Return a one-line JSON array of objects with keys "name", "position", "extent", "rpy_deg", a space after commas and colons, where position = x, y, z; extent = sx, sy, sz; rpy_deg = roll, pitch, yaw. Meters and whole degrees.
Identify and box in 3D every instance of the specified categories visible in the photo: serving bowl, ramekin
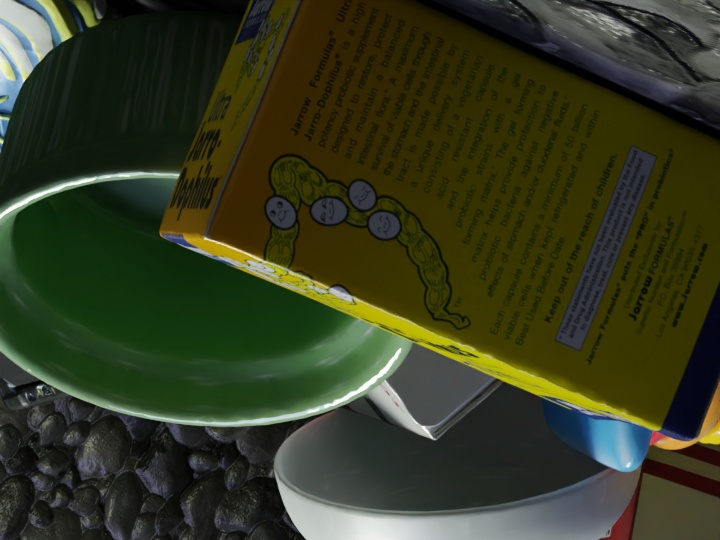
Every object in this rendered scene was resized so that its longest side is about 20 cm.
[{"name": "serving bowl", "position": [0.055, 0.122, 1.341], "extent": [0.199, 0.066, 0.200], "rpy_deg": [-7, -165, 2]}, {"name": "ramekin", "position": [-0.070, -0.024, 1.100], "extent": [0.199, 0.098, 0.200], "rpy_deg": [3, 146, 2]}]

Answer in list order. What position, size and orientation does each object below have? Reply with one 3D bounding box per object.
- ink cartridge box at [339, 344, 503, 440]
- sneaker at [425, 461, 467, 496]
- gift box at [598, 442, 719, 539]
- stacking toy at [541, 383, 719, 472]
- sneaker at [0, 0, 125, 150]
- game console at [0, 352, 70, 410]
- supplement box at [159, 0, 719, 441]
[{"name": "ink cartridge box", "position": [0.000, 0.000, 1.306], "extent": [0.147, 0.083, 0.200], "rpy_deg": [54, 169, -11]}, {"name": "sneaker", "position": [0.063, 0.163, 1.419], "extent": [0.088, 0.201, 0.081], "rpy_deg": [-4, 127, 23]}, {"name": "gift box", "position": [0.208, 0.118, 1.450], "extent": [0.186, 0.201, 0.184], "rpy_deg": [21, 164, -21]}, {"name": "stacking toy", "position": [0.202, 0.048, 1.299], "extent": [0.199, 0.117, 0.110], "rpy_deg": [8, -172, -23]}, {"name": "sneaker", "position": [-0.159, -0.090, 1.177], "extent": [0.075, 0.106, 0.200], "rpy_deg": [22, 177, 24]}, {"name": "game console", "position": [-0.161, 0.008, 1.464], "extent": [0.200, 0.176, 0.117], "rpy_deg": [-14, 106, 51]}, {"name": "supplement box", "position": [0.041, -0.024, 0.941], "extent": [0.199, 0.110, 0.109], "rpy_deg": [23, 176, -13]}]
